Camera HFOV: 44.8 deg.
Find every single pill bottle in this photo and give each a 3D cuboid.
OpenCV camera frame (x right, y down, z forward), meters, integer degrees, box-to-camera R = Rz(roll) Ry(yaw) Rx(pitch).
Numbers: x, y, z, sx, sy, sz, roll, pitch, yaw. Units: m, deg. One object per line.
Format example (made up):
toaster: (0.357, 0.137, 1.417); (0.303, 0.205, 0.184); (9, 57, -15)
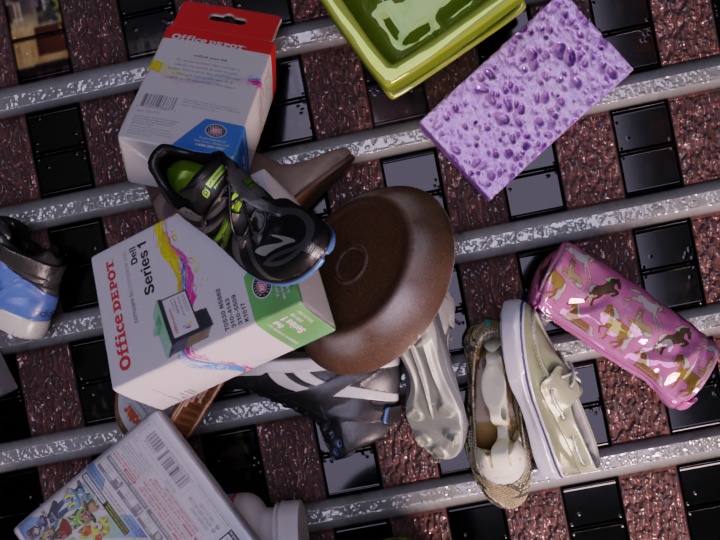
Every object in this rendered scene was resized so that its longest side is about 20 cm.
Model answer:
pill bottle: (-0.155, 0.286, 0.893); (0.197, 0.109, 0.110); (-7, 91, 3)

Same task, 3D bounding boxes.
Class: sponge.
sponge: (0.169, -0.179, 0.907); (0.200, 0.030, 0.112); (-42, 89, 3)

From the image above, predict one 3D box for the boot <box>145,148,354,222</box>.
boot: (-0.124, -0.103, 0.910); (0.200, 0.070, 0.146); (-41, 80, -5)

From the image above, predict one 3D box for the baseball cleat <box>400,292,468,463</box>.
baseball cleat: (0.080, 0.094, 0.898); (0.069, 0.107, 0.202); (2, 122, 29)

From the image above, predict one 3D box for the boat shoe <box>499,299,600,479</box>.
boat shoe: (0.190, 0.117, 0.874); (0.061, 0.072, 0.202); (-11, 112, 24)

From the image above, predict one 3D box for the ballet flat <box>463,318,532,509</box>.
ballet flat: (0.138, 0.152, 0.892); (0.067, 0.075, 0.203); (-6, 91, 5)

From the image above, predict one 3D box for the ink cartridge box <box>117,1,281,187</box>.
ink cartridge box: (-0.153, -0.175, 0.878); (0.115, 0.068, 0.202); (10, 56, 4)

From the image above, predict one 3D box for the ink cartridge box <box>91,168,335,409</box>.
ink cartridge box: (-0.141, 0.021, 0.818); (0.198, 0.084, 0.146); (-25, 63, 13)

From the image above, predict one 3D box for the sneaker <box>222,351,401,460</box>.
sneaker: (-0.055, 0.141, 0.903); (0.197, 0.073, 0.114); (-3, 91, 3)

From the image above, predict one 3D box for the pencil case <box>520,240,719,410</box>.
pencil case: (0.262, 0.055, 0.881); (0.199, 0.083, 0.087); (33, 100, 1)

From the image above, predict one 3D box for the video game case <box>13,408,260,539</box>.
video game case: (-0.202, 0.267, 0.833); (0.182, 0.022, 0.201); (-39, 84, 0)

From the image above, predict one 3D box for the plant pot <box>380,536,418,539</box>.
plant pot: (0.037, 0.351, 0.842); (0.197, 0.193, 0.203); (0, 91, 2)

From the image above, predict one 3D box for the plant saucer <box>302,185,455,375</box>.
plant saucer: (0.000, 0.000, 0.852); (0.199, 0.037, 0.203); (-21, 54, 32)

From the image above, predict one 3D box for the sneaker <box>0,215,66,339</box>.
sneaker: (-0.408, -0.015, 0.916); (0.198, 0.077, 0.112); (23, 98, -2)

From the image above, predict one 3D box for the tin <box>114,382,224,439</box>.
tin: (-0.183, 0.089, 0.899); (0.112, 0.042, 0.201); (34, 93, 46)

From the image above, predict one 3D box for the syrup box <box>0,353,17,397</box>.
syrup box: (-0.429, 0.112, 0.860); (0.081, 0.200, 0.079); (-28, 89, 2)

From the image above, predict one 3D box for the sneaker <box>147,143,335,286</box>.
sneaker: (-0.108, -0.050, 0.735); (0.198, 0.083, 0.071); (30, 82, 28)

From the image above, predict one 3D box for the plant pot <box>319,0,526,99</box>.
plant pot: (0.052, -0.293, 0.837); (0.199, 0.181, 0.200); (-34, 89, 4)
